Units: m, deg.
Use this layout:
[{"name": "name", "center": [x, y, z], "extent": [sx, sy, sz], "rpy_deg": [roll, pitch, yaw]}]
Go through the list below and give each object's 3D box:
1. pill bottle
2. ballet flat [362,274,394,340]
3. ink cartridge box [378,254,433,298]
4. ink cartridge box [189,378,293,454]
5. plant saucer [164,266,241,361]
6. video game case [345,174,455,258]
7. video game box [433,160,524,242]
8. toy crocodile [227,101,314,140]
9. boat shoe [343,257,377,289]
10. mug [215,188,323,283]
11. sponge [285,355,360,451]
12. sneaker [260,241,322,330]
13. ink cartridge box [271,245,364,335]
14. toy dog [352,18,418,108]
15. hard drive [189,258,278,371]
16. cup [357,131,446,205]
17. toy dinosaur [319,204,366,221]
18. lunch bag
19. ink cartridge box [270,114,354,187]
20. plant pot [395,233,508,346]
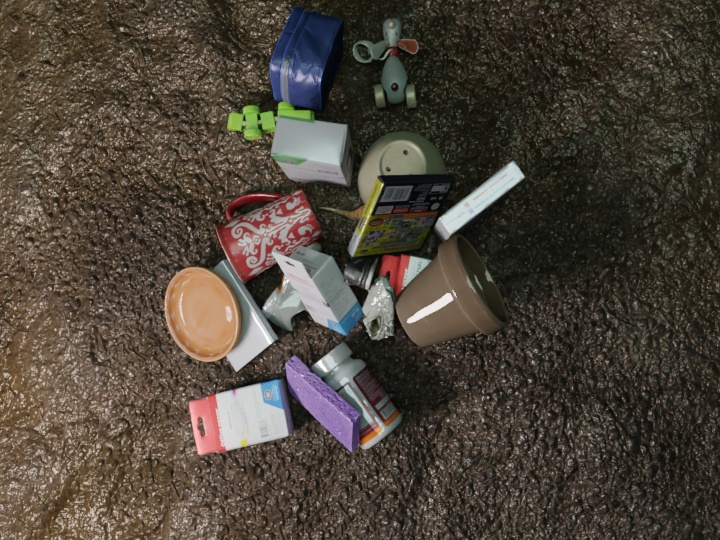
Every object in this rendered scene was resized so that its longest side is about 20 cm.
[{"name": "pill bottle", "center": [-0.010, 0.256, 1.417], "extent": [0.109, 0.110, 0.202], "rpy_deg": [-36, 85, 1]}, {"name": "ballet flat", "center": [0.036, 0.087, 1.382], "extent": [0.070, 0.202, 0.073], "rpy_deg": [-2, 56, 3]}, {"name": "ink cartridge box", "center": [0.132, 0.035, 1.444], "extent": [0.195, 0.067, 0.119], "rpy_deg": [10, 88, 5]}, {"name": "ink cartridge box", "center": [-0.250, 0.307, 1.445], "extent": [0.195, 0.067, 0.119], "rpy_deg": [-13, 85, 3]}, {"name": "plant saucer", "center": [-0.330, 0.090, 1.456], "extent": [0.196, 0.037, 0.205], "rpy_deg": [7, 104, 26]}, {"name": "video game case", "center": [0.080, -0.109, 1.364], "extent": [0.026, 0.197, 0.183], "rpy_deg": [49, 131, 33]}, {"name": "video game box", "center": [0.233, -0.132, 1.383], "extent": [0.181, 0.200, 0.047], "rpy_deg": [-35, 86, 1]}, {"name": "toy crocodile", "center": [-0.196, -0.324, 1.501], "extent": [0.195, 0.062, 0.069], "rpy_deg": [-6, 85, -1]}, {"name": "boat shoe", "center": [0.000, 0.000, 1.388], "extent": [0.056, 0.200, 0.068], "rpy_deg": [19, 93, 1]}, {"name": "mug", "center": [-0.197, -0.098, 1.448], "extent": [0.197, 0.133, 0.180], "rpy_deg": [-27, 86, -2]}, {"name": "sponge", "center": [-0.076, 0.269, 1.387], "extent": [0.030, 0.113, 0.199], "rpy_deg": [-35, 55, -29]}, {"name": "sneaker", "center": [-0.128, 0.036, 1.467], "extent": [0.091, 0.076, 0.202], "rpy_deg": [33, 96, -2]}, {"name": "ink cartridge box", "center": [-0.084, 0.025, 1.379], "extent": [0.067, 0.115, 0.202], "rpy_deg": [-44, 127, -22]}, {"name": "toy dog", "center": [0.067, -0.442, 1.467], "extent": [0.130, 0.096, 0.204], "rpy_deg": [-24, 85, 2]}, {"name": "hard drive", "center": [-0.274, 0.097, 1.464], "extent": [0.131, 0.026, 0.202], "rpy_deg": [-37, 84, 28]}, {"name": "cup", "center": [0.086, -0.204, 1.427], "extent": [0.195, 0.143, 0.206], "rpy_deg": [0, 85, 4]}, {"name": "toy dinosaur", "center": [0.011, -0.114, 1.454], "extent": [0.060, 0.198, 0.107], "rpy_deg": [-45, 114, -30]}, {"name": "lunch bag", "center": [-0.116, -0.454, 1.448], "extent": [0.129, 0.137, 0.204], "rpy_deg": [15, 64, 4]}, {"name": "ink cartridge box", "center": [-0.092, -0.240, 1.414], "extent": [0.142, 0.200, 0.090], "rpy_deg": [9, 83, 5]}, {"name": "plant pot", "center": [0.166, 0.058, 1.330], "extent": [0.173, 0.200, 0.203], "rpy_deg": [-31, 84, 21]}]
